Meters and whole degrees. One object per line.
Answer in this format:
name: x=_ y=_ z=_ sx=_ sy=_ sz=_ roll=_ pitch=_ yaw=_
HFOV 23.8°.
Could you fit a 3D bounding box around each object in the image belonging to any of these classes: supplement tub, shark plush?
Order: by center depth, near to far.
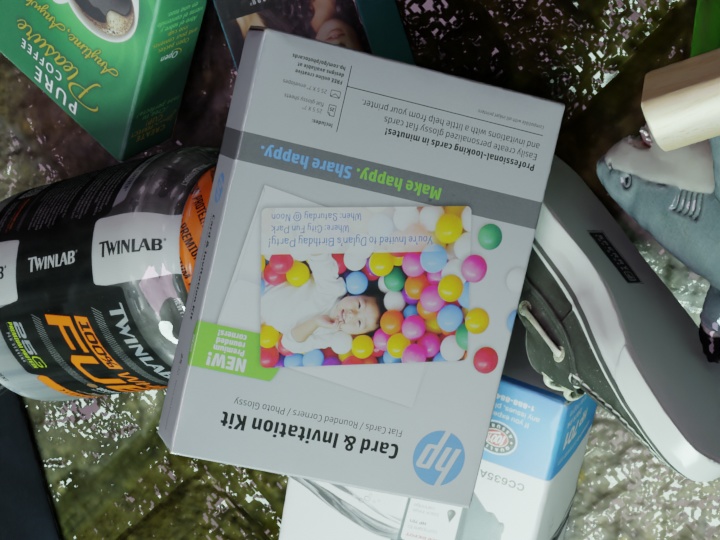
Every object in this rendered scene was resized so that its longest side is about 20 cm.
shark plush: x=0.192 y=0.011 z=0.807 sx=0.083 sy=0.091 sz=0.201 roll=-34 pitch=83 yaw=23
supplement tub: x=-0.115 y=0.003 z=0.917 sx=0.199 sy=0.122 sz=0.124 roll=-11 pitch=106 yaw=43

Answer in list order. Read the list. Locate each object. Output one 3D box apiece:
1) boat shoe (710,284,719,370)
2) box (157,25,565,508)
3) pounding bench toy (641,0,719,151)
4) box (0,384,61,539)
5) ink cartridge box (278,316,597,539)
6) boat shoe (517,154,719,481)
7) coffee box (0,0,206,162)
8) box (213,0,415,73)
boat shoe: x=0.221 y=0.091 z=0.853 sx=0.061 sy=0.073 sz=0.203 roll=-6 pitch=102 yaw=29
box: x=0.000 y=0.000 z=0.815 sx=0.154 sy=0.041 sz=0.202 roll=13 pitch=95 yaw=-17
pounding bench toy: x=0.142 y=-0.165 z=0.735 sx=0.123 sy=0.156 sz=0.203 roll=-7 pitch=102 yaw=26
box: x=-0.310 y=0.156 z=1.086 sx=0.198 sy=0.123 sz=0.201 roll=-6 pitch=108 yaw=26
ink cartridge box: x=0.039 y=0.121 z=0.938 sx=0.145 sy=0.086 sz=0.202 roll=18 pitch=114 yaw=17
boat shoe: x=0.118 y=0.030 z=0.844 sx=0.064 sy=0.070 sz=0.201 roll=-52 pitch=49 yaw=31
coffee box: x=-0.132 y=-0.170 z=0.887 sx=0.123 sy=0.044 sz=0.201 roll=39 pitch=135 yaw=21
box: x=-0.041 y=-0.173 z=0.881 sx=0.081 sy=0.049 sz=0.202 roll=-13 pitch=104 yaw=27
